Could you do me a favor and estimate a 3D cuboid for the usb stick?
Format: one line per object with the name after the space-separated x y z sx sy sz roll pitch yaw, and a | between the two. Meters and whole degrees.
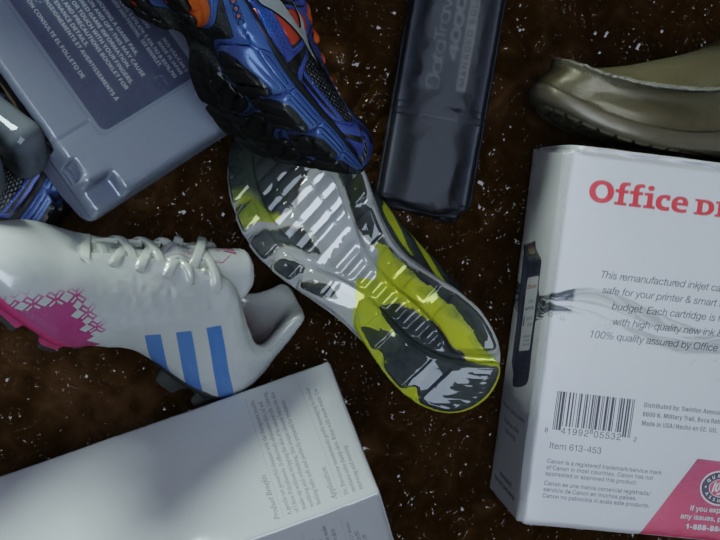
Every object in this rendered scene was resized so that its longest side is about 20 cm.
0.050 -0.128 0.893 0.055 0.033 0.203 10 94 -1 | usb stick

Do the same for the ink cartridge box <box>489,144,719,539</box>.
0.159 0.038 0.895 0.143 0.084 0.203 6 95 -8 | ink cartridge box

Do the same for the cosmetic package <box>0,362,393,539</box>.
-0.088 0.138 0.851 0.198 0.108 0.085 -19 131 -3 | cosmetic package

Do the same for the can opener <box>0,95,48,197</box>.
-0.234 -0.105 0.804 0.200 0.067 0.052 39 58 24 | can opener

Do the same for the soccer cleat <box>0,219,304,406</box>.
-0.108 0.006 0.824 0.086 0.070 0.199 -40 144 17 | soccer cleat

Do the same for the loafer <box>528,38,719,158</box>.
0.187 -0.096 0.896 0.198 0.076 0.068 8 94 -18 | loafer

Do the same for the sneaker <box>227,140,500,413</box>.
0.000 0.000 0.881 0.074 0.085 0.201 -39 77 2 | sneaker

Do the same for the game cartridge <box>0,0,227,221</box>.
-0.145 -0.138 0.831 0.133 0.041 0.201 -35 90 -29 | game cartridge

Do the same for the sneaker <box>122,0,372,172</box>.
-0.048 -0.123 0.778 0.079 0.075 0.200 -52 127 -20 | sneaker

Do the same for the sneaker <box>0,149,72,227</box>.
-0.208 -0.025 0.850 0.078 0.075 0.201 38 88 -6 | sneaker
